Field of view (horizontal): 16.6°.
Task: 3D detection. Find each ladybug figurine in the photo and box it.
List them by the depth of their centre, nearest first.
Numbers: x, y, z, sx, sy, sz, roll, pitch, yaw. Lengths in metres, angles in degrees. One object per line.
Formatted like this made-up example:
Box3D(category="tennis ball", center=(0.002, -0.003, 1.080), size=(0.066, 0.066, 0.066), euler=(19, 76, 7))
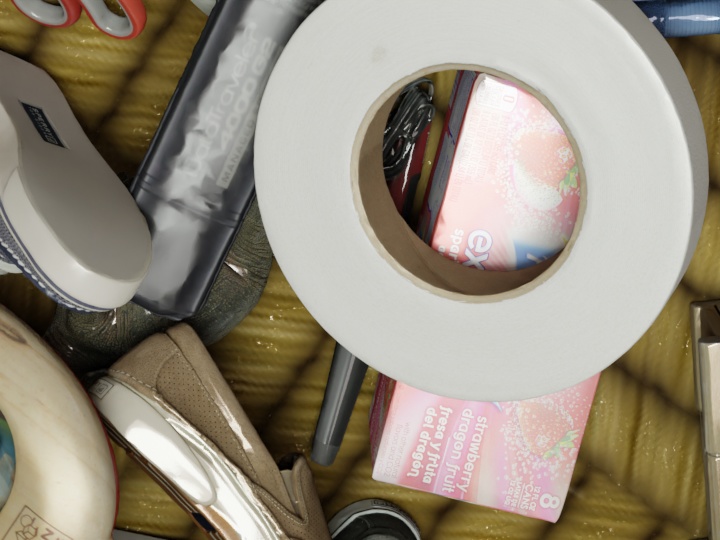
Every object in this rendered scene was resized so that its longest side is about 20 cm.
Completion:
Box3D(category="ladybug figurine", center=(-0.184, 0.073, 1.115), size=(0.200, 0.072, 0.136), euler=(39, 106, 13))

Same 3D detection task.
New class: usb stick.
Box3D(category="usb stick", center=(-0.060, -0.071, 1.120), size=(0.055, 0.033, 0.201), euler=(24, 102, -10))

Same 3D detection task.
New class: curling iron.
Box3D(category="curling iron", center=(0.000, 0.000, 1.203), size=(0.049, 0.026, 0.201), euler=(-1, 111, -38))

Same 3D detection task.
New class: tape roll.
Box3D(category="tape roll", center=(0.050, -0.043, 1.068), size=(0.201, 0.037, 0.204), euler=(7, 110, 19))

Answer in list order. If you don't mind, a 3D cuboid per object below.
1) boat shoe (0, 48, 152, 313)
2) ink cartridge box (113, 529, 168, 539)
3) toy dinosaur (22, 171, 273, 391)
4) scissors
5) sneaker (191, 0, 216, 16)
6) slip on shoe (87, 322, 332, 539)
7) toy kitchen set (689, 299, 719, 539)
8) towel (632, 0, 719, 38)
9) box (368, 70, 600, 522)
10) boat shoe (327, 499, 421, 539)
Box3D(category="boat shoe", center=(-0.161, -0.019, 1.125), size=(0.074, 0.200, 0.093), euler=(22, 112, -33))
Box3D(category="ink cartridge box", center=(-0.175, 0.207, 1.192), size=(0.199, 0.146, 0.148), euler=(11, 103, -2))
Box3D(category="toy dinosaur", center=(-0.097, 0.006, 1.193), size=(0.199, 0.077, 0.103), euler=(-34, 113, 2))
Box3D(category="scissors", center=(-0.164, -0.169, 1.107), size=(0.073, 0.014, 0.200), euler=(7, 149, 33))
Box3D(category="sneaker", center=(-0.112, -0.179, 1.146), size=(0.199, 0.072, 0.073), euler=(27, 80, -4))
Box3D(category="slip on shoe", center=(-0.043, 0.112, 1.158), size=(0.061, 0.076, 0.200), euler=(-45, 97, -14))
Box3D(category="toy kitchen set", center=(0.129, 0.136, 1.168), size=(0.179, 0.163, 0.201), euler=(-5, 103, 1))
Box3D(category="towel", center=(0.136, -0.133, 1.130), size=(0.199, 0.112, 0.049), euler=(-4, 99, 0))
Box3D(category="box", center=(0.072, 0.003, 1.168), size=(0.094, 0.103, 0.201), euler=(14, 102, -3))
Box3D(category="boat shoe", center=(-0.030, 0.210, 1.236), size=(0.070, 0.064, 0.201), euler=(24, 102, -6))
